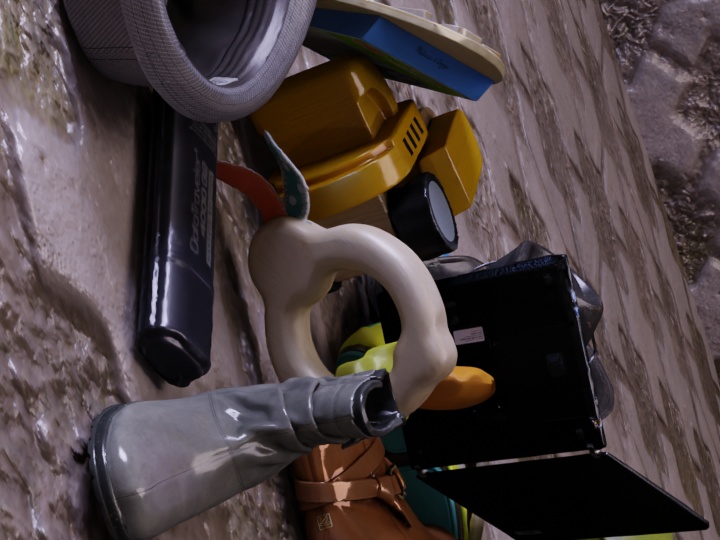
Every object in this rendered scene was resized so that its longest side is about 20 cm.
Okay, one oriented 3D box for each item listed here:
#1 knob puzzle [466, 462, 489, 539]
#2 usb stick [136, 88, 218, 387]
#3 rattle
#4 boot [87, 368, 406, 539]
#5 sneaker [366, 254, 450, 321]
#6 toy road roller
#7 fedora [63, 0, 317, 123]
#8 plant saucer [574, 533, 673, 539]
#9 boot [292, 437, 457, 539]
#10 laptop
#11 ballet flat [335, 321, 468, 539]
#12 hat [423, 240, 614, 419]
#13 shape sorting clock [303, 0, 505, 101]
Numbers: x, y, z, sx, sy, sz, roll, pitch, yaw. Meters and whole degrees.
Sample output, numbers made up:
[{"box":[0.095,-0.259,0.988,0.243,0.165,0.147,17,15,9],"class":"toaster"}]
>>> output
[{"box":[0.080,0.143,1.477,0.220,0.030,0.221,6,90,-90],"class":"knob puzzle"},{"box":[-0.104,-0.026,1.089,0.055,0.032,0.201,49,31,-45],"class":"usb stick"},{"box":[0.000,0.000,1.209,0.143,0.130,0.200,-20,65,-42],"class":"rattle"},{"box":[-0.053,0.083,0.987,0.200,0.130,0.068,-24,99,-74],"class":"boot"},{"box":[0.033,-0.018,1.484,0.087,0.075,0.201,-25,100,-68],"class":"sneaker"},{"box":[-0.002,-0.083,1.322,0.200,0.122,0.146,-65,133,-65],"class":"toy road roller"},{"box":[-0.104,-0.177,1.081,0.177,0.090,0.201,55,44,-45],"class":"fedora"},{"box":[0.122,0.247,1.347,0.048,0.199,0.200,56,22,-20],"class":"plant saucer"},{"box":[0.013,0.155,1.266,0.200,0.073,0.155,-34,105,-76],"class":"boot"},{"box":[0.122,0.094,1.297,0.103,0.177,0.201,-10,88,-45],"class":"laptop"},{"box":[0.043,0.126,1.385,0.067,0.067,0.201,-40,114,-49],"class":"ballet flat"},{"box":[0.126,0.030,1.412,0.200,0.081,0.201,26,30,-17],"class":"hat"},{"box":[0.003,-0.164,1.297,0.039,0.199,0.200,-70,160,-1],"class":"shape sorting clock"}]
